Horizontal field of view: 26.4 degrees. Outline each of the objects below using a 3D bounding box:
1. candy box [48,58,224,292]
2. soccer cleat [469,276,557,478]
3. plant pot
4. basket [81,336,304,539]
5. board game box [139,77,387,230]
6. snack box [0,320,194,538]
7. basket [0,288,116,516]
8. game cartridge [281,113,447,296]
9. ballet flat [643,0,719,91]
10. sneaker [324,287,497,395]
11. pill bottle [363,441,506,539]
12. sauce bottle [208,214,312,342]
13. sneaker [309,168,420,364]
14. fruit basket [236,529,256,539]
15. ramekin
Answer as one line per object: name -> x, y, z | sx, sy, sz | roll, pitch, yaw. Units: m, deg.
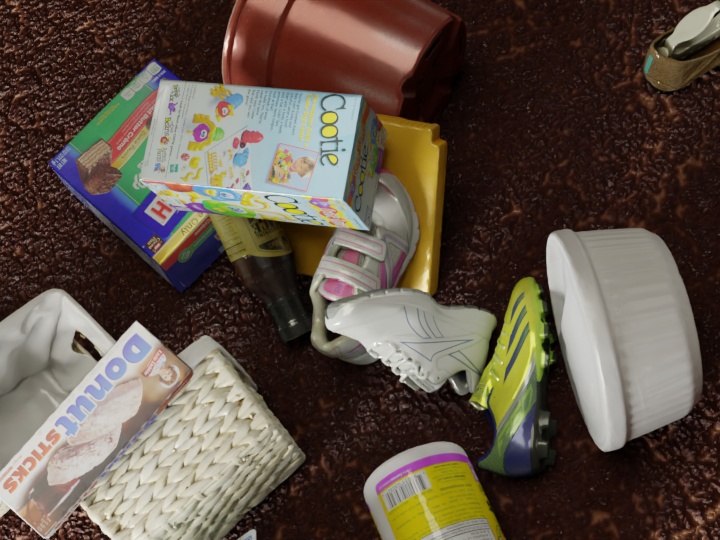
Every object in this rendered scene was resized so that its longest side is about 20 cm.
candy box -> -0.207, -0.104, 1.652 | 0.200, 0.077, 0.169 | 39, 81, 27
soccer cleat -> 0.143, 0.098, 1.455 | 0.084, 0.065, 0.200 | -4, 65, 18
plant pot -> -0.008, -0.228, 1.593 | 0.195, 0.201, 0.201 | 27, 76, 18
basket -> -0.167, 0.185, 1.466 | 0.200, 0.136, 0.123 | -41, 65, -5
board game box -> -0.089, -0.108, 1.448 | 0.200, 0.103, 0.105 | 7, 77, 16
snack box -> -0.243, 0.144, 1.395 | 0.072, 0.024, 0.200 | 40, 81, 8
basket -> -0.333, 0.138, 1.503 | 0.136, 0.123, 0.200 | 44, 56, 7
game cartridge -> -0.012, -0.074, 1.546 | 0.200, 0.032, 0.177 | 11, 111, 21
ballet flat -> 0.371, -0.253, 1.542 | 0.200, 0.072, 0.068 | -29, 61, 3
sneaker -> 0.051, 0.066, 1.437 | 0.074, 0.200, 0.087 | -13, 68, 51
pill bottle -> 0.083, 0.262, 1.375 | 0.104, 0.104, 0.200 | -26, 61, 4
sauce bottle -> -0.103, -0.025, 1.550 | 0.066, 0.066, 0.200 | -26, 93, 4
sneaker -> 0.000, 0.000, 1.489 | 0.081, 0.088, 0.200 | 11, 100, 21
fruit basket -> -0.145, 0.354, 1.365 | 0.185, 0.094, 0.200 | -47, 28, 36
ramekin -> 0.237, 0.053, 1.378 | 0.094, 0.202, 0.203 | -14, 62, -1
